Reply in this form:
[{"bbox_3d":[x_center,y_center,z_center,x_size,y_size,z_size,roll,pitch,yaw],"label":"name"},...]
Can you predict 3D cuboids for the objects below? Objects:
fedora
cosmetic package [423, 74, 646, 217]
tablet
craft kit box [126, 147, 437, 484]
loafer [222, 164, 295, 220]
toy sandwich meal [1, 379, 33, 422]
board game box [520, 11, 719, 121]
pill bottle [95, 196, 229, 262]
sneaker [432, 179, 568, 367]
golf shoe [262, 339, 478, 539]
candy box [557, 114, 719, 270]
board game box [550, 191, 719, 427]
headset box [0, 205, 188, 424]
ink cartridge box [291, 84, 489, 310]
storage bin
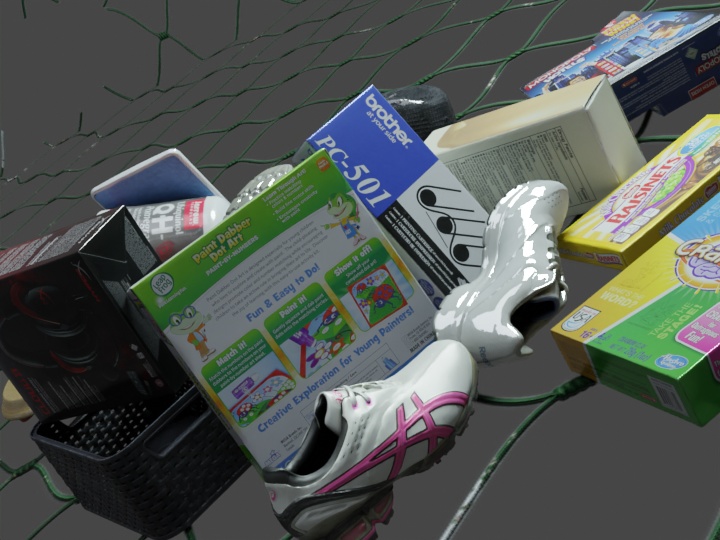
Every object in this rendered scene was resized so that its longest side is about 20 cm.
[{"bbox_3d":[0.049,-0.158,1.360,0.198,0.093,0.201,-10,14,2],"label":"fedora"},{"bbox_3d":[0.156,-0.101,1.138,0.199,0.106,0.071,-13,27,37],"label":"cosmetic package"},{"bbox_3d":[-0.214,-0.061,1.444,0.129,0.200,0.014,-23,45,20],"label":"tablet"},{"bbox_3d":[-0.054,0.037,0.983,0.199,0.198,0.048,-36,7,-16],"label":"craft kit box"},{"bbox_3d":[-0.100,-0.014,1.137,0.069,0.070,0.201,-5,49,38],"label":"loafer"},{"bbox_3d":[-0.316,0.114,1.370,0.204,0.071,0.206,-30,22,13],"label":"toy sandwich meal"},{"bbox_3d":[0.279,-0.210,1.272,0.199,0.062,0.200,-30,20,5],"label":"board game box"},{"bbox_3d":[-0.202,-0.026,1.388,0.198,0.112,0.111,-7,24,4],"label":"pill bottle"},{"bbox_3d":[0.136,0.006,0.981,0.087,0.075,0.201,1,50,39],"label":"sneaker"},{"bbox_3d":[0.013,0.111,0.863,0.072,0.092,0.200,-2,38,51],"label":"golf shoe"},{"bbox_3d":[0.266,-0.070,1.024,0.199,0.027,0.102,-38,18,-16],"label":"candy box"},{"bbox_3d":[0.252,0.013,0.834,0.199,0.041,0.153,-37,21,-14],"label":"board game box"},{"bbox_3d":[-0.250,0.046,1.046,0.199,0.149,0.075,-15,26,35],"label":"headset box"},{"bbox_3d":[0.040,-0.058,1.061,0.094,0.200,0.044,-43,2,-30],"label":"ink cartridge box"},{"bbox_3d":[-0.191,0.148,1.073,0.135,0.094,0.199,-43,23,-27],"label":"storage bin"}]
